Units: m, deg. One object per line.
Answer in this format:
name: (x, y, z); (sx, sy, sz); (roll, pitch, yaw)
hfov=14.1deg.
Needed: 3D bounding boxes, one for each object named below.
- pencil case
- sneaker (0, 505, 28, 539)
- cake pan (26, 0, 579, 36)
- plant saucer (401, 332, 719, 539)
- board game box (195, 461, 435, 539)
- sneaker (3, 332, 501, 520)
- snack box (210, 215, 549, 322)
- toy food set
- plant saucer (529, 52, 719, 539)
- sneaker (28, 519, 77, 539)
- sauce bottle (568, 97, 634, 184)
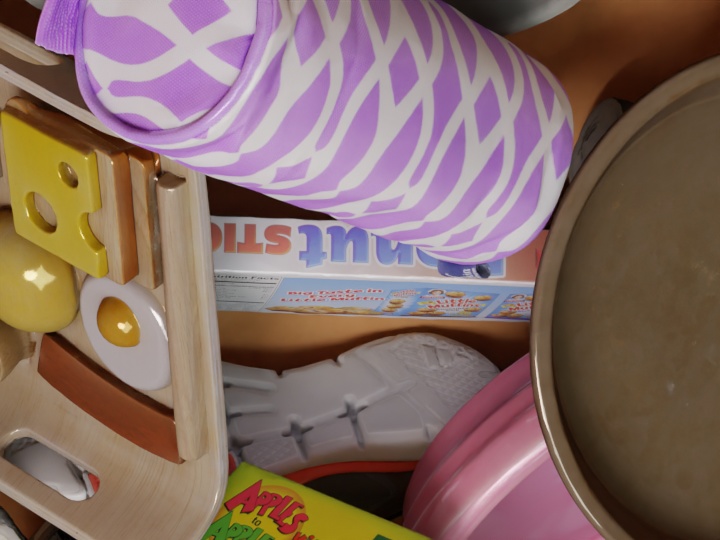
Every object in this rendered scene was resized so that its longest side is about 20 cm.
pencil case: (-0.009, -0.059, 0.956); (0.200, 0.085, 0.084); (22, 86, -54)
sneaker: (-0.147, 0.131, 1.096); (0.076, 0.200, 0.075); (-47, 141, -9)
cake pan: (-0.019, -0.115, 0.961); (0.199, 0.037, 0.200); (0, 166, 0)
plant saucer: (0.093, 0.079, 1.139); (0.200, 0.051, 0.201); (-24, 149, -15)
board game box: (0.007, 0.170, 1.109); (0.048, 0.101, 0.200); (-46, 135, -28)
sneaker: (-0.040, 0.083, 1.149); (0.199, 0.077, 0.082); (-5, 134, -4)
snack box: (0.000, 0.000, 1.097); (0.199, 0.024, 0.072); (2, 167, -10)
toy food set: (-0.121, 0.002, 1.029); (0.060, 0.143, 0.201); (-35, 138, -35)
plant saucer: (0.144, 0.018, 1.045); (0.199, 0.029, 0.201); (-4, 98, -25)
sneaker: (-0.051, 0.149, 1.195); (0.199, 0.078, 0.077); (19, 117, -20)
sauce bottle: (0.175, -0.017, 1.110); (0.199, 0.066, 0.066); (20, 122, -18)
